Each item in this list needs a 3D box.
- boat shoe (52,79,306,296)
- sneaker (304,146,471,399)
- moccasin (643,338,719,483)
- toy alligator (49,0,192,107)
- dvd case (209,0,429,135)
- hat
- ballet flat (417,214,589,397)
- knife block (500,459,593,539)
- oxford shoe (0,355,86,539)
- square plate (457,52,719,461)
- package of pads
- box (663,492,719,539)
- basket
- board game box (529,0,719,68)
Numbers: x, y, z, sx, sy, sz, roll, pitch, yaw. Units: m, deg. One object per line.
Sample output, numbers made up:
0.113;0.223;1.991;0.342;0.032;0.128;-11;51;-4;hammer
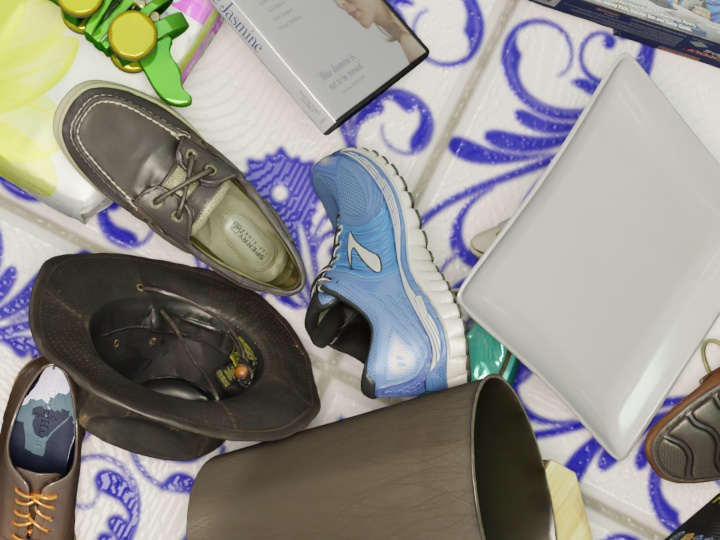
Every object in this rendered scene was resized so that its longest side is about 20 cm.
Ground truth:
-0.105;-0.049;1.273;0.201;0.066;0.072;41;83;-33;boat shoe
0.000;0.000;1.280;0.089;0.079;0.200;-16;49;-9;sneaker
0.272;0.073;1.349;0.201;0.078;0.074;-39;106;-12;moccasin
-0.171;-0.181;1.252;0.200;0.059;0.054;40;82;-1;toy alligator
-0.051;-0.191;1.309;0.200;0.018;0.143;49;37;-1;dvd case
-0.128;0.069;1.272;0.200;0.201;0.081;28;118;-4;hat
0.094;0.014;1.335;0.070;0.067;0.200;25;81;10;ballet flat
0.076;0.238;1.313;0.175;0.064;0.201;-14;87;-8;knife block
-0.214;0.151;1.282;0.071;0.073;0.201;6;85;-6;oxford shoe
0.166;-0.007;1.316;0.200;0.028;0.198;44;76;-35;square plate
-0.186;-0.148;1.313;0.154;0.068;0.200;32;83;-2;package of pads
0.277;0.155;1.274;0.160;0.200;0.044;-40;92;-7;box
0.005;0.159;1.246;0.199;0.136;0.181;-8;114;21;basket
0.208;-0.259;1.370;0.199;0.062;0.200;17;83;-5;board game box
